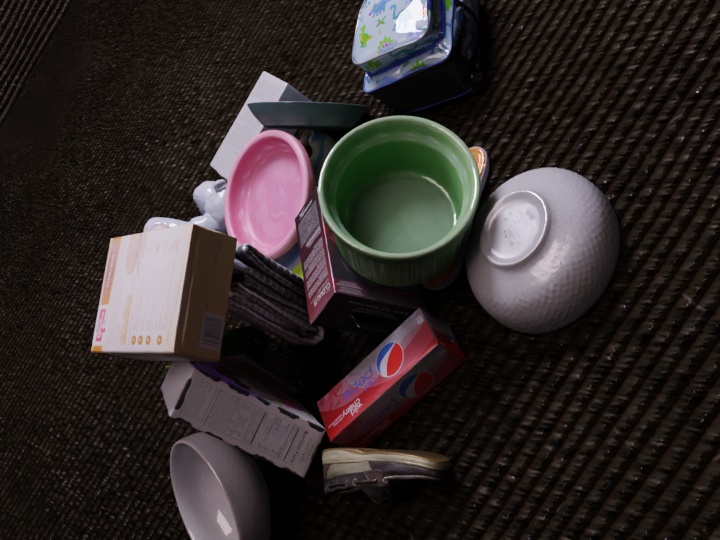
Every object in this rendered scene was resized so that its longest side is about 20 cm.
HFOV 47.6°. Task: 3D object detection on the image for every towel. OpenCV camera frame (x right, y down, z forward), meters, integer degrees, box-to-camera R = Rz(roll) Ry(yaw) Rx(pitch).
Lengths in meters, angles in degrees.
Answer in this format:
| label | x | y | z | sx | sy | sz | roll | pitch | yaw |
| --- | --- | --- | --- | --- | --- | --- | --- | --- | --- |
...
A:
| label | x | y | z | sx | sy | sz | roll | pitch | yaw |
| --- | --- | --- | --- | --- | --- | --- | --- | --- | --- |
| towel | -0.153 | 0.026 | 1.144 | 0.164 | 0.199 | 0.087 | 14 | 77 | 46 |

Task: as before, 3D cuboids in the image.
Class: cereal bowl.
| label | x | y | z | sx | sy | sz | roll | pitch | yaw |
| --- | --- | --- | --- | --- | --- | --- | --- | --- | --- |
| cereal bowl | 0.200 | -0.034 | 0.968 | 0.198 | 0.083 | 0.205 | -25 | 52 | 36 |
| cereal bowl | -0.183 | 0.315 | 1.130 | 0.198 | 0.082 | 0.205 | 28 | 126 | 46 |

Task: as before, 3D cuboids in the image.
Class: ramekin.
| label | x | y | z | sx | sy | sz | roll | pitch | yaw |
| --- | --- | --- | --- | --- | --- | --- | --- | --- | --- |
| ramekin | 0.049 | -0.080 | 1.014 | 0.194 | 0.098 | 0.205 | -2 | 62 | 4 |

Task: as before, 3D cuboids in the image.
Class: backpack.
| label | x | y | z | sx | sy | sz | roll | pitch | yaw |
| --- | --- | --- | --- | --- | --- | --- | --- | --- | --- |
| backpack | 0.086 | -0.358 | 1.215 | 0.180 | 0.146 | 0.205 | -14 | 56 | 38 |

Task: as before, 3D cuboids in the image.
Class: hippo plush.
| label | x | y | z | sx | sy | sz | roll | pitch | yaw |
| --- | --- | --- | --- | --- | --- | --- | --- | --- | --- |
| hippo plush | -0.277 | -0.086 | 1.435 | 0.199 | 0.158 | 0.164 | 28 | 90 | 50 |

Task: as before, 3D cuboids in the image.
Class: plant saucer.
| label | x | y | z | sx | sy | sz | roll | pitch | yaw |
| --- | --- | --- | --- | --- | --- | --- | --- | --- | --- |
| plant saucer | -0.136 | -0.115 | 1.285 | 0.197 | 0.050 | 0.207 | -7 | 79 | 41 |
| plant saucer | -0.085 | -0.247 | 1.316 | 0.197 | 0.197 | 0.037 | 11 | 102 | 48 |

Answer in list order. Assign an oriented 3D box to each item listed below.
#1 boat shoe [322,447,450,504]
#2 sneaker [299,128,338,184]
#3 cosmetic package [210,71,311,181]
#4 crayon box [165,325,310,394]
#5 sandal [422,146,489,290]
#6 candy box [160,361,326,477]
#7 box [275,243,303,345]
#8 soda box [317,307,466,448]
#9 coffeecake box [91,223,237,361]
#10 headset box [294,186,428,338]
| label | x | y | z | sx | sy | sz | roll | pitch | yaw |
| --- | --- | --- | --- | --- | --- | --- | --- | --- | --- |
| boat shoe | 0.029 | 0.254 | 1.007 | 0.197 | 0.072 | 0.067 | -11 | 72 | 46 |
| sneaker | -0.115 | -0.149 | 1.360 | 0.201 | 0.080 | 0.077 | -50 | 44 | 15 |
| cosmetic package | -0.182 | -0.248 | 1.490 | 0.101 | 0.071 | 0.203 | 37 | 97 | 49 |
| crayon box | -0.187 | 0.143 | 1.238 | 0.197 | 0.125 | 0.053 | -12 | 51 | 41 |
| sandal | 0.112 | -0.079 | 1.101 | 0.078 | 0.059 | 0.212 | 6 | 73 | 47 |
| candy box | -0.162 | 0.186 | 1.102 | 0.073 | 0.197 | 0.167 | -63 | 19 | -4 |
| box | -0.089 | -0.001 | 1.276 | 0.121 | 0.047 | 0.204 | -34 | 48 | 28 |
| soda box | 0.037 | 0.144 | 1.050 | 0.200 | 0.069 | 0.064 | -45 | 46 | 19 |
| coffeecake box | -0.254 | 0.033 | 1.045 | 0.197 | 0.072 | 0.158 | -5 | 74 | 44 |
| headset box | 0.000 | 0.000 | 1.099 | 0.075 | 0.146 | 0.204 | -50 | 38 | 40 |
